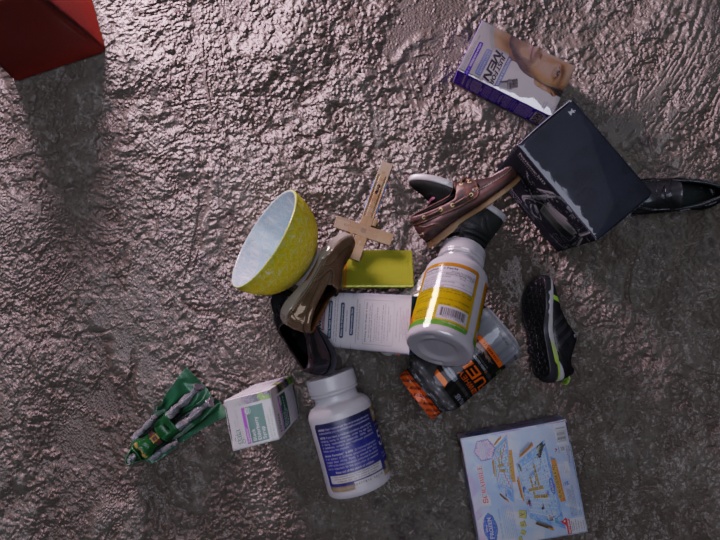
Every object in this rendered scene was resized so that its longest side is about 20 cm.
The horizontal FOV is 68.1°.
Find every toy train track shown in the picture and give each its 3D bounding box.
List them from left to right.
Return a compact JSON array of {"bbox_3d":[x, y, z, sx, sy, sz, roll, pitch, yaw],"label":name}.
[{"bbox_3d":[0.020,-0.111,1.020,0.113,0.033,0.203,18,79,6],"label":"toy train track"}]

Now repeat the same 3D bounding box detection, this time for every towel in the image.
[{"bbox_3d":[0.000,0.000,0.996,0.197,0.018,0.087,-1,55,4],"label":"towel"}]

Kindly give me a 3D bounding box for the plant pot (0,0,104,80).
[{"bbox_3d":[-0.636,-0.513,0.995,0.197,0.176,0.203,-18,86,0],"label":"plant pot"}]

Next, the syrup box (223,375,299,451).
[{"bbox_3d":[-0.163,0.238,0.915,0.080,0.200,0.080,-14,85,1],"label":"syrup box"}]

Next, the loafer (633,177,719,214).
[{"bbox_3d":[0.570,-0.143,0.987,0.197,0.070,0.069,-1,85,2],"label":"loafer"}]

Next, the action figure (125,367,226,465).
[{"bbox_3d":[-0.361,0.293,0.992,0.200,0.055,0.118,-42,89,2],"label":"action figure"}]

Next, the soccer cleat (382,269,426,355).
[{"bbox_3d":[0.085,0.063,0.989,0.077,0.069,0.202,31,90,8],"label":"soccer cleat"}]

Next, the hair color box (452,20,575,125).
[{"bbox_3d":[0.290,-0.374,1.016,0.198,0.065,0.110,27,86,2],"label":"hair color box"}]

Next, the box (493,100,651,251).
[{"bbox_3d":[0.356,-0.153,0.931,0.124,0.197,0.201,-39,85,-2],"label":"box"}]

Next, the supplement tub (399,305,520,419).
[{"bbox_3d":[0.173,0.163,0.950,0.199,0.123,0.123,-40,86,-1],"label":"supplement tub"}]

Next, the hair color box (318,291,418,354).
[{"bbox_3d":[0.009,0.091,0.953,0.197,0.060,0.102,1,85,27],"label":"hair color box"}]

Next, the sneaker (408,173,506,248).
[{"bbox_3d":[0.166,-0.102,0.994,0.198,0.071,0.100,27,82,-1],"label":"sneaker"}]

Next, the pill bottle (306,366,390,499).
[{"bbox_3d":[-0.028,0.283,0.948,0.118,0.120,0.203,-16,86,0],"label":"pill bottle"}]

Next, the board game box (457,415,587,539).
[{"bbox_3d":[0.292,0.385,0.971,0.196,0.041,0.203,-9,86,1],"label":"board game box"}]

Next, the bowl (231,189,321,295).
[{"bbox_3d":[-0.133,-0.031,0.958,0.107,0.200,0.202,33,87,-26],"label":"bowl"}]

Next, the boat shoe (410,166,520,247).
[{"bbox_3d":[0.179,-0.123,0.925,0.199,0.070,0.071,-35,93,10],"label":"boat shoe"}]

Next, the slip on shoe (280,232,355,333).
[{"bbox_3d":[-0.059,0.021,0.925,0.060,0.077,0.201,25,60,24],"label":"slip on shoe"}]

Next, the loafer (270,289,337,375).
[{"bbox_3d":[-0.114,0.104,0.948,0.200,0.063,0.072,49,118,34],"label":"loafer"}]

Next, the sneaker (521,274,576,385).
[{"bbox_3d":[0.355,0.109,0.988,0.082,0.072,0.203,-1,86,-23],"label":"sneaker"}]

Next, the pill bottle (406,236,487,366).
[{"bbox_3d":[0.152,0.047,0.892,0.110,0.112,0.202,19,57,3],"label":"pill bottle"}]
